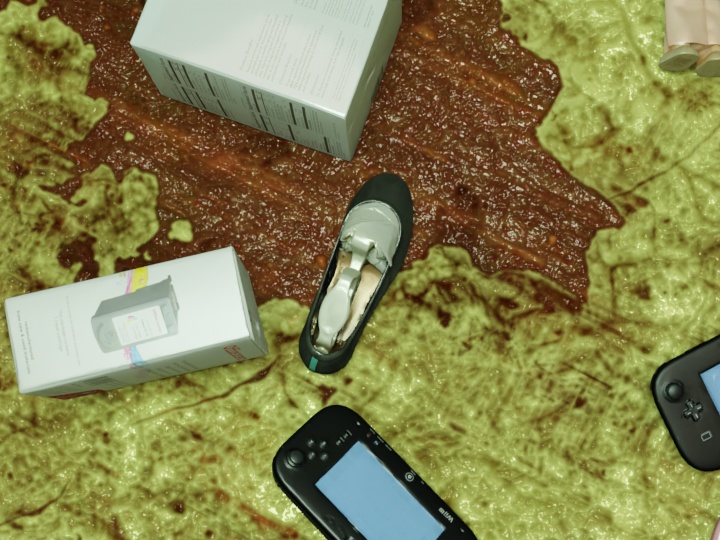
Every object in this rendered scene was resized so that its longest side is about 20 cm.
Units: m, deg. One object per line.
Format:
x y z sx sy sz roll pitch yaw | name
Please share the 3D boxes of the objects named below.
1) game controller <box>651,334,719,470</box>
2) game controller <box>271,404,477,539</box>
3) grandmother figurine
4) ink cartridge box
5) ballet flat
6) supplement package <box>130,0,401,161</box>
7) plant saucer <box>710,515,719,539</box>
0.361 0.096 1.095 0.199 0.042 0.105 -27 80 -2 | game controller
0.015 0.211 1.081 0.200 0.042 0.104 45 64 8 | game controller
0.311 -0.291 1.169 0.120 0.060 0.202 9 76 -25 | grandmother figurine
-0.191 0.051 1.074 0.198 0.148 0.086 -14 81 -2 | ink cartridge box
0.000 0.000 1.117 0.067 0.068 0.202 19 81 5 | ballet flat
-0.078 -0.218 1.116 0.198 0.151 0.153 19 82 5 | supplement package
0.397 0.266 1.067 0.198 0.051 0.203 0 80 1 | plant saucer
